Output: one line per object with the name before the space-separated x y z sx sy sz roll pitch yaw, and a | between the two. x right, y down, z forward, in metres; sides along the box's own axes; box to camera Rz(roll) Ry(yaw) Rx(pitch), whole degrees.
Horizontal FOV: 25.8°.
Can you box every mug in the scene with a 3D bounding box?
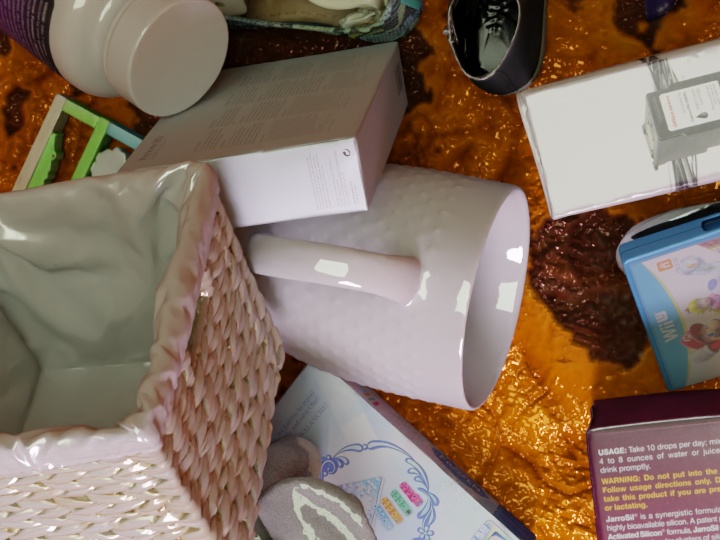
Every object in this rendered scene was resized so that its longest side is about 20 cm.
mug | 0.000 0.000 1.010 0.174 0.200 0.149 12 91 18

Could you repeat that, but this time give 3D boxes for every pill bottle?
pill bottle | -0.181 -0.184 1.049 0.200 0.111 0.112 37 101 33

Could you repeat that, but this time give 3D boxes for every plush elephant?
plush elephant | -0.054 0.200 0.980 0.154 0.200 0.166 26 91 26

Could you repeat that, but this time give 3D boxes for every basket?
basket | -0.163 0.070 0.890 0.198 0.199 0.162 -7 135 15

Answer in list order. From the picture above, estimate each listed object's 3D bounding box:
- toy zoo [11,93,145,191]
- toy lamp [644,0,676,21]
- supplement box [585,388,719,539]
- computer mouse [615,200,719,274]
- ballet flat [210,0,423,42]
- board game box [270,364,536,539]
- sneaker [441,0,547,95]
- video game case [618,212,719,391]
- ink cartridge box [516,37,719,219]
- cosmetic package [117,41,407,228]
toy zoo | -0.160 -0.024 1.133 0.199 0.020 0.132 29 99 9
toy lamp | 0.282 -0.190 1.010 0.198 0.058 0.059 -3 92 13
supplement box | 0.206 0.186 1.010 0.102 0.131 0.202 -7 92 11
computer mouse | 0.264 -0.017 1.010 0.198 0.110 0.044 -18 50 18
ballet flat | -0.056 -0.199 1.078 0.198 0.074 0.075 6 94 12
board game box | -0.015 0.197 1.101 0.199 0.043 0.200 41 101 7
sneaker | 0.090 -0.218 1.025 0.074 0.106 0.202 -4 92 12
video game case | 0.274 0.003 0.990 0.198 0.144 0.018 -18 47 12
ink cartridge box | 0.207 -0.096 0.986 0.198 0.145 0.084 -14 92 12
cosmetic package | -0.056 -0.087 1.015 0.149 0.200 0.052 -5 113 12
